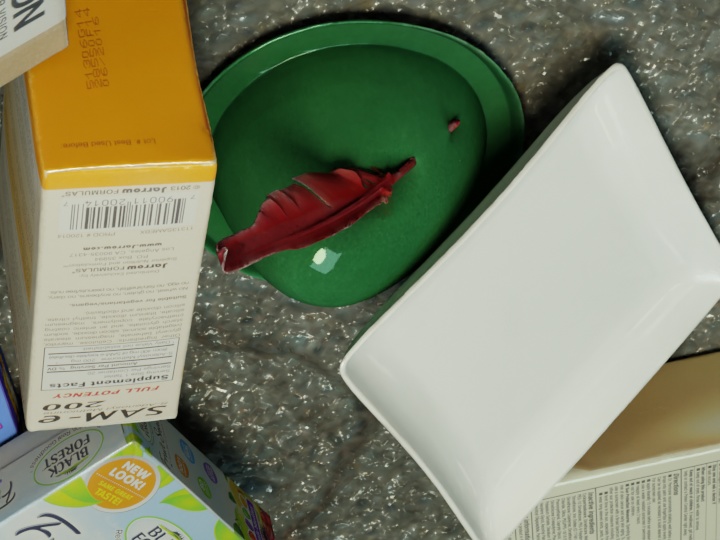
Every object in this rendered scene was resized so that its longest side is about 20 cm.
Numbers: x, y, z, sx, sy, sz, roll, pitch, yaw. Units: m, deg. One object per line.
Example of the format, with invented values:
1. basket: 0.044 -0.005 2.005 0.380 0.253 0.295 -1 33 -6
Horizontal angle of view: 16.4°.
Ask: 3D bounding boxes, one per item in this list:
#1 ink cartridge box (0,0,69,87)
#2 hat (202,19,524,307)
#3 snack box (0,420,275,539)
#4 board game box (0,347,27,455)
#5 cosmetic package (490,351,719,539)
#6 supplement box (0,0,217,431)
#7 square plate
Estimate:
1. ink cartridge box: -0.191 -0.118 0.886 0.164 0.075 0.200 -34 157 -20
2. hat: 0.000 0.000 1.135 0.198 0.177 0.166 3 131 -19
3. snack box: -0.159 0.154 1.255 0.199 0.053 0.142 -32 134 12
4. board game box: -0.235 0.081 1.234 0.133 0.045 0.201 -14 134 -4
5. cosmetic package: 0.160 0.110 1.357 0.198 0.071 0.106 -11 133 -6
6. supplement box: -0.112 -0.036 1.076 0.073 0.127 0.200 -4 148 -13
7. square plate: 0.087 0.020 1.229 0.198 0.028 0.200 -47 140 -8
